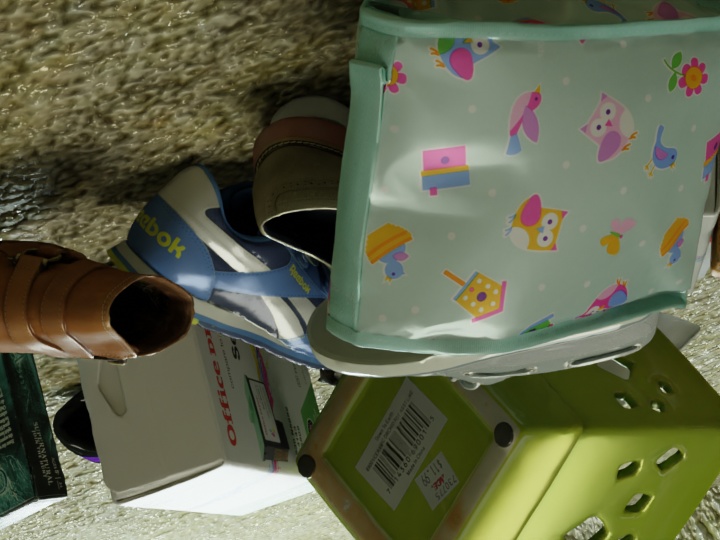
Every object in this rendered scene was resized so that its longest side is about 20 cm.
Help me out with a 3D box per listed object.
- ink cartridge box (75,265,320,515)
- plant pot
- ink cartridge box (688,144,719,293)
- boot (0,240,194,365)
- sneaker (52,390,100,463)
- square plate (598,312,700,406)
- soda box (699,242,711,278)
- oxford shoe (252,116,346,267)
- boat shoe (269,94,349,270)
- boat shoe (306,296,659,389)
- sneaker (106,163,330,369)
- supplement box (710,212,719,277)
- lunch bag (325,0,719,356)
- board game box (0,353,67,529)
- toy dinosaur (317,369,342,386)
[{"bbox_3d":[-0.102,0.077,1.493,0.084,0.146,0.200,-19,166,16],"label":"ink cartridge box"},{"bbox_3d":[0.086,0.111,1.458,0.181,0.199,0.201,4,124,-46],"label":"plant pot"},{"bbox_3d":[0.129,-0.049,1.329,0.145,0.083,0.200,2,168,4],"label":"ink cartridge box"},{"bbox_3d":[-0.195,0.023,1.190,0.155,0.077,0.200,10,-175,29],"label":"boot"},{"bbox_3d":[-0.140,0.097,1.694,0.199,0.070,0.099,-22,163,18],"label":"sneaker"},{"bbox_3d":[0.112,0.071,1.668,0.198,0.029,0.200,15,-135,46],"label":"square plate"},{"bbox_3d":[0.211,-0.037,1.592,0.068,0.064,0.200,-16,167,-3],"label":"soda box"},{"bbox_3d":[0.032,-0.010,1.205,0.199,0.074,0.071,19,135,-12],"label":"oxford shoe"},{"bbox_3d":[0.002,-0.048,1.288,0.073,0.068,0.199,-12,144,22],"label":"boat shoe"},{"bbox_3d":[0.072,0.037,1.290,0.200,0.070,0.072,-9,140,5],"label":"boat shoe"},{"bbox_3d":[-0.051,-0.001,1.326,0.200,0.074,0.083,22,102,-46],"label":"sneaker"},{"bbox_3d":[0.239,-0.028,1.343,0.066,0.069,0.200,6,177,9],"label":"supplement box"},{"bbox_3d":[0.069,-0.057,1.090,0.199,0.171,0.122,-10,-150,-34],"label":"lunch bag"},{"bbox_3d":[-0.270,0.111,1.453,0.200,0.136,0.028,-27,163,39],"label":"board game box"},{"bbox_3d":[0.006,0.034,1.613,0.077,0.103,0.199,10,176,45],"label":"toy dinosaur"}]
